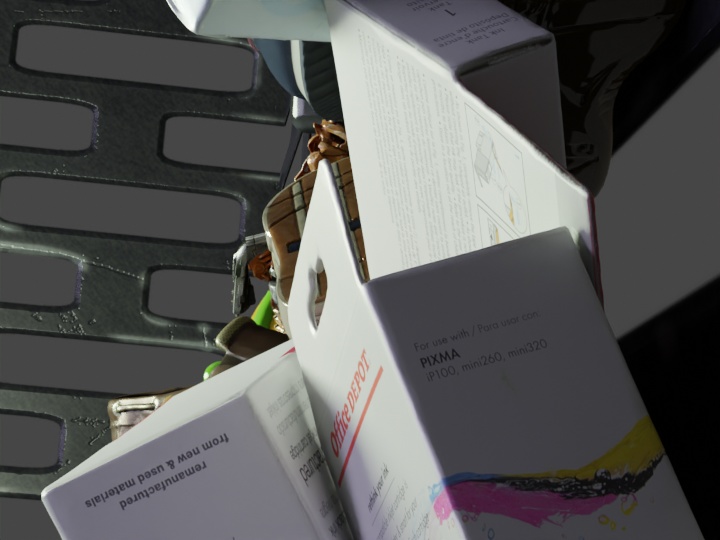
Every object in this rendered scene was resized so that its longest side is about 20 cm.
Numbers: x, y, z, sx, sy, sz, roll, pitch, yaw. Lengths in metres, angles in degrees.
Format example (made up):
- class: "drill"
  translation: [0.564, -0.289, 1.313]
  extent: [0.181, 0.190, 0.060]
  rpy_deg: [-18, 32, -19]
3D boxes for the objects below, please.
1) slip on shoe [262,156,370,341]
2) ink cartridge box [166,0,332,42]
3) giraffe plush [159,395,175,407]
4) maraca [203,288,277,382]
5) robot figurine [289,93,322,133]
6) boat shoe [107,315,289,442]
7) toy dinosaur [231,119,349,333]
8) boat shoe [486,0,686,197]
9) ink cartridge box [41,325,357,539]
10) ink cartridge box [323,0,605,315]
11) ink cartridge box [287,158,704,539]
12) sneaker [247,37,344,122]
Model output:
- class: "slip on shoe"
  translation: [0.000, 0.000, 0.807]
  extent: [0.200, 0.075, 0.061]
  rpy_deg: [-99, -12, -69]
- class: "ink cartridge box"
  translation: [0.034, -0.167, 0.622]
  extent: [0.047, 0.159, 0.201]
  rpy_deg: [55, 128, 29]
- class: "giraffe plush"
  translation: [-0.017, 0.146, 0.838]
  extent: [0.162, 0.198, 0.174]
  rpy_deg: [65, -156, -70]
- class: "maraca"
  translation: [-0.024, 0.069, 1.049]
  extent: [0.200, 0.106, 0.138]
  rpy_deg: [-44, -70, -47]
- class: "robot figurine"
  translation: [0.008, -0.181, 1.102]
  extent: [0.150, 0.123, 0.202]
  rpy_deg: [153, 122, -79]
- class: "boat shoe"
  translation: [-0.050, 0.059, 0.914]
  extent: [0.075, 0.201, 0.075]
  rpy_deg: [-7, -106, -67]
- class: "toy dinosaur"
  translation: [0.002, -0.013, 0.934]
  extent: [0.201, 0.134, 0.103]
  rpy_deg: [102, 172, -46]
- class: "boat shoe"
  translation: [0.074, -0.097, 0.657]
  extent: [0.201, 0.072, 0.064]
  rpy_deg: [92, 175, -59]
- class: "ink cartridge box"
  translation: [-0.011, 0.133, 0.627]
  extent: [0.201, 0.084, 0.145]
  rpy_deg: [64, -166, -2]
- class: "ink cartridge box"
  translation: [0.055, 0.013, 0.617]
  extent: [0.176, 0.044, 0.201]
  rpy_deg: [44, 151, 50]
- class: "ink cartridge box"
  translation: [0.041, 0.070, 0.521]
  extent: [0.117, 0.067, 0.201]
  rpy_deg: [109, 143, -63]
- class: "sneaker"
  translation: [-0.027, -0.159, 0.710]
  extent: [0.082, 0.070, 0.201]
  rpy_deg: [41, 142, 38]
